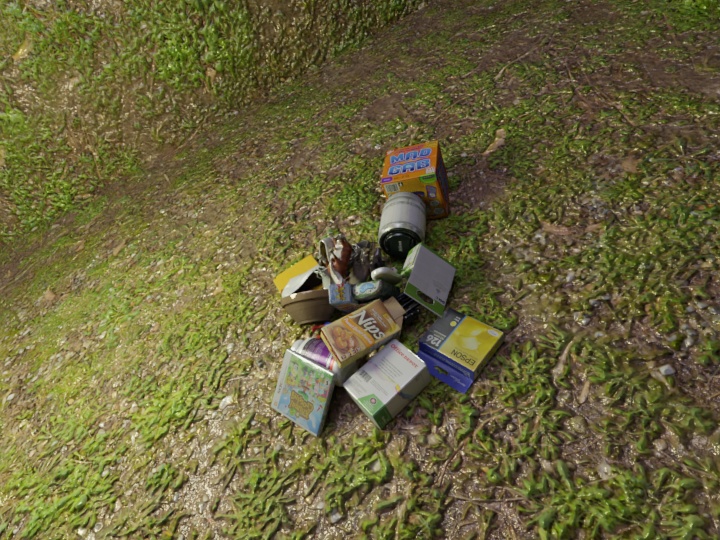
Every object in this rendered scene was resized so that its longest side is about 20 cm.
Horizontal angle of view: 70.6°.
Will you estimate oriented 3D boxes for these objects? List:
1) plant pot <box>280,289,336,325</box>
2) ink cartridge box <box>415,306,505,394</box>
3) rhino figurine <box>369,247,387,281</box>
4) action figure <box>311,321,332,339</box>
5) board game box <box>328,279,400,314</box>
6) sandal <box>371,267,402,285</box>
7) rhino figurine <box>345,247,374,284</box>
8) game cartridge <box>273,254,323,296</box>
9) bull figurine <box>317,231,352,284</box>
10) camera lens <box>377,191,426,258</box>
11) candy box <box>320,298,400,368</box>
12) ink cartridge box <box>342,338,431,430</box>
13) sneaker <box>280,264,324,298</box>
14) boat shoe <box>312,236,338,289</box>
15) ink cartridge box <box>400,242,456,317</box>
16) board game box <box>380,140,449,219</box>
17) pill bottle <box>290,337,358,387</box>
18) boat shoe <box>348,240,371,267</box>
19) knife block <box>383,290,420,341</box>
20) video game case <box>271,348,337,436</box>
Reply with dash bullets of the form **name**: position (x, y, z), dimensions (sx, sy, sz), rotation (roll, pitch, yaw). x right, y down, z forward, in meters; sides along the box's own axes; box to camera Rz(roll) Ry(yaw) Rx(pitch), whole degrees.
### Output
- **plant pot**: position (-0.155, 0.125, 1.649), dimensions (0.199, 0.201, 0.094), rotation (-11, 80, 15)
- **ink cartridge box**: position (0.267, 0.215, 1.427), dimensions (0.197, 0.047, 0.200), rotation (25, 60, 40)
- **rhino figurine**: position (0.058, -0.006, 1.719), dimensions (0.059, 0.088, 0.201), rotation (5, 43, -8)
- **action figure**: position (-0.052, 0.186, 1.586), dimensions (0.198, 0.066, 0.099), rotation (-20, 25, 7)
- **board game box**: position (-0.003, 0.080, 1.557), dimensions (0.198, 0.200, 0.062), rotation (-12, 74, 25)
- **sandal**: position (0.080, 0.011, 1.559), dimensions (0.082, 0.203, 0.050), rotation (-16, 74, 7)
- **rhino figurine**: position (0.000, 0.000, 1.666), dimensions (0.059, 0.201, 0.088), rotation (4, 48, -21)
- **game cartridge**: position (-0.210, 0.044, 1.838), dimensions (0.176, 0.033, 0.200), rotation (-32, 40, -7)
- **bull figurine**: position (-0.074, -0.034, 1.612), dimensions (0.065, 0.122, 0.201), rotation (-17, 37, 23)
- **camera lens**: position (0.147, -0.154, 1.762), dimensions (0.159, 0.161, 0.201), rotation (-7, 45, 19)
- **candy box**: position (0.000, 0.176, 1.438), dimensions (0.199, 0.055, 0.116), rotation (-26, 65, -20)
- **ink cartridge box**: position (0.075, 0.308, 1.396), dimensions (0.200, 0.084, 0.145), rotation (-40, 44, -15)
- **sneaker**: position (-0.196, 0.029, 1.767), dimensions (0.199, 0.073, 0.085), rotation (-38, 44, -12)
- **boat shoe**: position (-0.119, -0.009, 1.695), dimensions (0.074, 0.204, 0.086), rotation (20, 24, 39)
- **ink cartridge box**: position (0.197, 0.038, 1.552), dimensions (0.076, 0.147, 0.201), rotation (-39, 22, 52)
- **board game box**: position (0.207, -0.320, 1.867), dimensions (0.198, 0.201, 0.201), rotation (-7, 44, 19)
- **pill bottle**: position (-0.111, 0.265, 1.507), dimensions (0.199, 0.113, 0.113), rotation (12, 54, 34)
- **boat shoe**: position (-0.043, -0.054, 1.830), dimensions (0.200, 0.057, 0.067), rotation (-40, 43, -15)
- **knife block**: position (0.085, 0.122, 1.548), dimensions (0.198, 0.064, 0.177), rotation (9, 59, 4)
- **video game case**: position (-0.164, 0.343, 1.447), dimensions (0.199, 0.022, 0.184), rotation (19, 95, 38)
